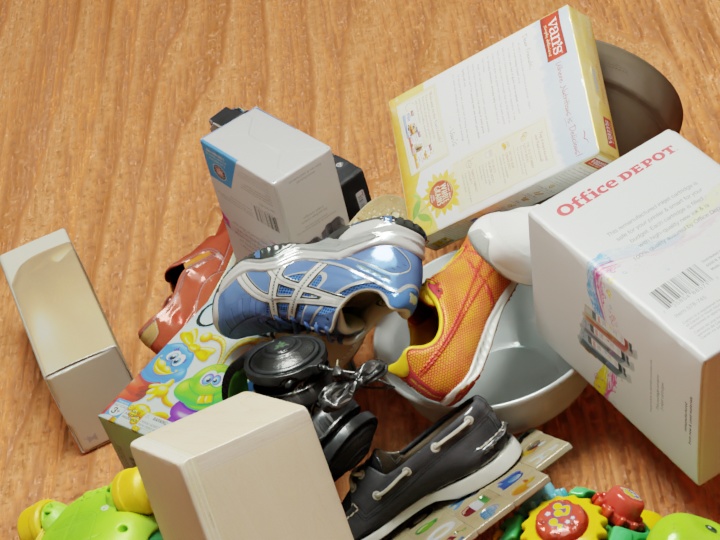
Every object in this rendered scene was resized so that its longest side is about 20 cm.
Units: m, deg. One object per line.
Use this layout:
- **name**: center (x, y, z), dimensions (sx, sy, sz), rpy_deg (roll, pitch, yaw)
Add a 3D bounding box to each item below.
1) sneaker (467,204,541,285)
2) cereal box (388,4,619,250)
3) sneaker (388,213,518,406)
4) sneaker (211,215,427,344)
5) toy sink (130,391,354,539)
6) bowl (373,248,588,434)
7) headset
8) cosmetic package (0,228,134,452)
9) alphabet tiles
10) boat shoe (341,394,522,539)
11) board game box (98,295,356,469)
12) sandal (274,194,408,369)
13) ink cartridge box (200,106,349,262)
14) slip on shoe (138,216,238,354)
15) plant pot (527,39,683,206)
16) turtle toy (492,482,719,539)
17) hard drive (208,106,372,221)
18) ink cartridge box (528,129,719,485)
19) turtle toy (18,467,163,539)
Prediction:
- **sneaker**: center (0.167, -0.038, 1.408), dimensions (0.200, 0.080, 0.070), rpy_deg (-4, 49, -42)
- **cereal box**: center (0.119, -0.119, 1.502), dimensions (0.200, 0.039, 0.144), rpy_deg (-24, 61, 33)
- **sneaker**: center (0.078, 0.017, 1.409), dimensions (0.077, 0.073, 0.200), rpy_deg (33, 44, -10)
- **sneaker**: center (-0.038, 0.021, 1.396), dimensions (0.200, 0.076, 0.077), rpy_deg (-21, 57, 30)
- **toy sink**: center (-0.071, 0.203, 1.301), dimensions (0.112, 0.200, 0.130), rpy_deg (-22, 9, -21)
- **bowl**: center (0.116, 0.072, 1.474), dimensions (0.201, 0.091, 0.201), rpy_deg (-10, 40, 9)
- **headset**: center (-0.045, 0.109, 1.353), dimensions (0.094, 0.124, 0.200), rpy_deg (-37, 3, -40)
- **cosmetic package**: center (-0.265, 0.062, 1.625), dimensions (0.071, 0.105, 0.200), rpy_deg (-25, 41, -8)
- **alphabet tiles**: center (0.068, 0.186, 1.344), dimensions (0.200, 0.006, 0.166), rpy_deg (-36, 8, -9)
- **boat shoe**: center (0.028, 0.164, 1.377), dimensions (0.200, 0.060, 0.074), rpy_deg (-30, 10, 21)
- **board game box**: center (-0.109, 0.106, 1.510), dimensions (0.103, 0.105, 0.200), rpy_deg (16, 51, 35)
- **sandal**: center (-0.005, -0.003, 1.479), dimensions (0.078, 0.070, 0.212), rpy_deg (31, 52, 3)
- **ink cartridge box**: center (-0.064, -0.034, 1.583), dimensions (0.068, 0.200, 0.115), rpy_deg (-33, 41, -24)
- **slip on shoe**: center (-0.151, 0.004, 1.661), dimensions (0.061, 0.074, 0.200), rpy_deg (28, 53, -6)
- **plant pot**: center (0.177, -0.084, 1.576), dimensions (0.199, 0.200, 0.174), rpy_deg (3, 59, 24)
- **turtle toy**: center (0.176, 0.213, 1.277), dimensions (0.199, 0.101, 0.146), rpy_deg (2, 43, 23)
- **hard drive**: center (-0.057, -0.067, 1.665), dimensions (0.038, 0.140, 0.200), rpy_deg (-37, 43, -22)
- **ink cartridge box**: center (0.242, 0.023, 1.317), dimensions (0.145, 0.145, 0.200), rpy_deg (-29, 49, -18)
- **turtle toy**: center (-0.208, 0.251, 1.370), dimensions (0.146, 0.101, 0.200), rpy_deg (-22, 34, 32)
